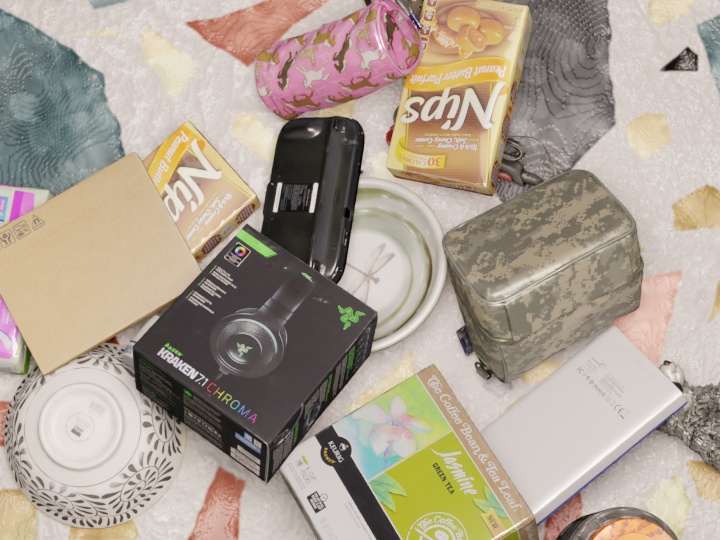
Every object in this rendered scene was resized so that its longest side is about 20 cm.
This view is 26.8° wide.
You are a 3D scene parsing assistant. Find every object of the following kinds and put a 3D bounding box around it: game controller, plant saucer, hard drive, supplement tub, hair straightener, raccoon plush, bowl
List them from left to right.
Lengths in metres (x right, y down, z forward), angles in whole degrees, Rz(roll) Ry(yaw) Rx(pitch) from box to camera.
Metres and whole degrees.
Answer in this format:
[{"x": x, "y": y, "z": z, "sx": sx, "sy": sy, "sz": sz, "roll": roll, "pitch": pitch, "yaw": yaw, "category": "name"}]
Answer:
[{"x": -0.287, "y": 0.169, "z": 1.597, "sx": 0.198, "sy": 0.094, "sz": 0.203, "roll": 0, "pitch": 79, "yaw": 0, "category": "bowl"}, {"x": -0.055, "y": -0.075, "z": 1.640, "sx": 0.103, "sy": 0.042, "sz": 0.202, "roll": -2, "pitch": 69, "yaw": 28, "category": "game controller"}, {"x": 0.000, "y": 0.000, "z": 1.641, "sx": 0.198, "sy": 0.050, "sz": 0.202, "roll": -4, "pitch": 70, "yaw": 11, "category": "plant saucer"}, {"x": 0.127, "y": -0.137, "z": 1.666, "sx": 0.198, "sy": 0.077, "sz": 0.041, "roll": 24, "pitch": 53, "yaw": 6, "category": "hair straightener"}, {"x": 0.226, "y": 0.159, "z": 1.587, "sx": 0.199, "sy": 0.025, "sz": 0.132, "roll": -39, "pitch": 42, "yaw": -1, "category": "hard drive"}, {"x": 0.257, "y": 0.301, "z": 1.517, "sx": 0.121, "sy": 0.200, "sz": 0.124, "roll": 0, "pitch": 78, "yaw": 1, "category": "supplement tub"}, {"x": 0.357, "y": 0.193, "z": 1.599, "sx": 0.133, "sy": 0.097, "sz": 0.202, "roll": -11, "pitch": 79, "yaw": 6, "category": "raccoon plush"}]

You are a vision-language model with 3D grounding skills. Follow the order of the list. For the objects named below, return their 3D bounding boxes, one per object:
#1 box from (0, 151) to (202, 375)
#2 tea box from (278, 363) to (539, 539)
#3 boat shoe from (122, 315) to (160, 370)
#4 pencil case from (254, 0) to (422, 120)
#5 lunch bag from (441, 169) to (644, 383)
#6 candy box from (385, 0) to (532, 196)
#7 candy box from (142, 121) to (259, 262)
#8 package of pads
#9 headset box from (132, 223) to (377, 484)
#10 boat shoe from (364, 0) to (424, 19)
[{"x": -0.285, "y": -0.008, "z": 1.598, "sx": 0.199, "sy": 0.021, "sz": 0.164, "roll": -30, "pitch": 81, "yaw": -4, "category": "box"}, {"x": 0.051, "y": 0.243, "z": 1.535, "sx": 0.196, "sy": 0.134, "sz": 0.201, "roll": -31, "pitch": 60, "yaw": -7, "category": "tea box"}, {"x": -0.157, "y": 0.125, "z": 1.599, "sx": 0.200, "sy": 0.073, "sz": 0.066, "roll": 41, "pitch": 70, "yaw": -18, "category": "boat shoe"}, {"x": -0.027, "y": -0.227, "z": 1.633, "sx": 0.083, "sy": 0.199, "sz": 0.087, "roll": 42, "pitch": 50, "yaw": -32, "category": "pencil case"}, {"x": 0.195, "y": 0.017, "z": 1.596, "sx": 0.199, "sy": 0.169, "sz": 0.140, "roll": -28, "pitch": 42, "yaw": -7, "category": "lunch bag"}, {"x": 0.107, "y": -0.190, "z": 1.621, "sx": 0.114, "sy": 0.055, "sz": 0.202, "roll": 12, "pitch": 83, "yaw": 15, "category": "candy box"}, {"x": -0.221, "y": -0.051, "z": 1.653, "sx": 0.200, "sy": 0.055, "sz": 0.116, "roll": -42, "pitch": 81, "yaw": -8, "category": "candy box"}, {"x": -0.425, "y": 0.003, "z": 1.643, "sx": 0.153, "sy": 0.068, "sz": 0.202, "roll": 7, "pitch": 78, "yaw": 1, "category": "package of pads"}, {"x": -0.101, "y": 0.077, "z": 1.526, "sx": 0.173, "sy": 0.093, "sz": 0.200, "roll": 34, "pitch": 61, "yaw": 14, "category": "headset box"}, {"x": 0.068, "y": -0.268, "z": 1.701, "sx": 0.066, "sy": 0.072, "sz": 0.202, "roll": -30, "pitch": 84, "yaw": -12, "category": "boat shoe"}]
